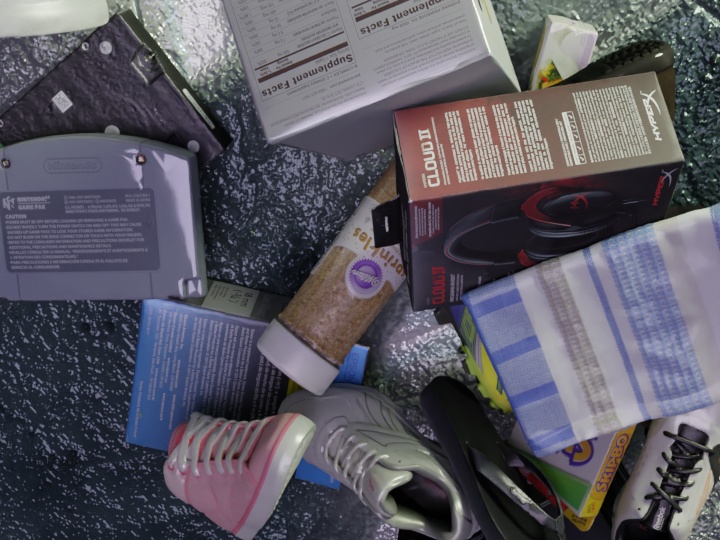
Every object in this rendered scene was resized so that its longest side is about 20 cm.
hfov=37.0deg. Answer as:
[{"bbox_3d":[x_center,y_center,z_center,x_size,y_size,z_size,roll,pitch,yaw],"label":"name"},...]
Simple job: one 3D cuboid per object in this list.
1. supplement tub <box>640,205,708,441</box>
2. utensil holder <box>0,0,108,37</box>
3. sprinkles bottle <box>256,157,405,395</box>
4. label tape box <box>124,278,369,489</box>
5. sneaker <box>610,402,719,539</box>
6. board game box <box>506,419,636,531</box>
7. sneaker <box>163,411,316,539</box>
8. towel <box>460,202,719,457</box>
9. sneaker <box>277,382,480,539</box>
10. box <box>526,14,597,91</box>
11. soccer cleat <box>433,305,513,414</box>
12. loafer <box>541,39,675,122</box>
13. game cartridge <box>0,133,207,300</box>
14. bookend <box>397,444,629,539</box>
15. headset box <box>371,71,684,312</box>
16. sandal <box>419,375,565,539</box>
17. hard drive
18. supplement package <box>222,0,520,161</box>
[{"bbox_3d":[0.262,0.058,0.866,0.105,0.107,0.204,-4,109,9],"label":"supplement tub"},{"bbox_3d":[-0.274,-0.280,0.778,0.166,0.170,0.204,2,108,6],"label":"utensil holder"},{"bbox_3d":[0.000,0.000,0.862,0.068,0.068,0.201,36,88,-8],"label":"sprinkles bottle"},{"bbox_3d":[-0.098,0.096,0.948,0.196,0.063,0.147,13,111,0],"label":"label tape box"},{"bbox_3d":[0.241,0.151,0.809,0.073,0.080,0.203,19,116,15],"label":"sneaker"},{"bbox_3d":[0.176,0.093,0.832,0.030,0.095,0.203,2,114,-35],"label":"board game box"},{"bbox_3d":[-0.106,0.152,0.862,0.104,0.076,0.201,32,148,0],"label":"sneaker"},{"bbox_3d":[0.185,0.047,0.747,0.197,0.024,0.149,-19,112,18],"label":"towel"},{"bbox_3d":[0.015,0.152,0.856,0.197,0.099,0.079,23,101,15],"label":"sneaker"},{"bbox_3d":[0.141,-0.098,0.858,0.038,0.042,0.203,13,112,1],"label":"box"},{"bbox_3d":[0.114,0.045,0.877,0.083,0.065,0.201,-26,128,8],"label":"soccer cleat"},{"bbox_3d":[0.146,-0.098,0.796,0.197,0.073,0.072,-23,106,13],"label":"loafer"},{"bbox_3d":[-0.224,-0.043,0.878,0.196,0.041,0.136,0,106,9],"label":"game cartridge"},{"bbox_3d":[0.131,0.239,0.900,0.197,0.201,0.093,-31,105,18],"label":"bookend"},{"bbox_3d":[0.104,-0.048,0.741,0.196,0.076,0.149,-8,150,-1],"label":"headset box"},{"bbox_3d":[0.110,0.159,0.827,0.043,0.075,0.201,-48,58,26],"label":"sandal"},{"bbox_3d":[-0.224,-0.102,0.904,0.199,0.038,0.140,-36,102,17],"label":"hard drive"},{"bbox_3d":[0.017,-0.159,0.753,0.153,0.200,0.113,-19,88,14],"label":"supplement package"}]
